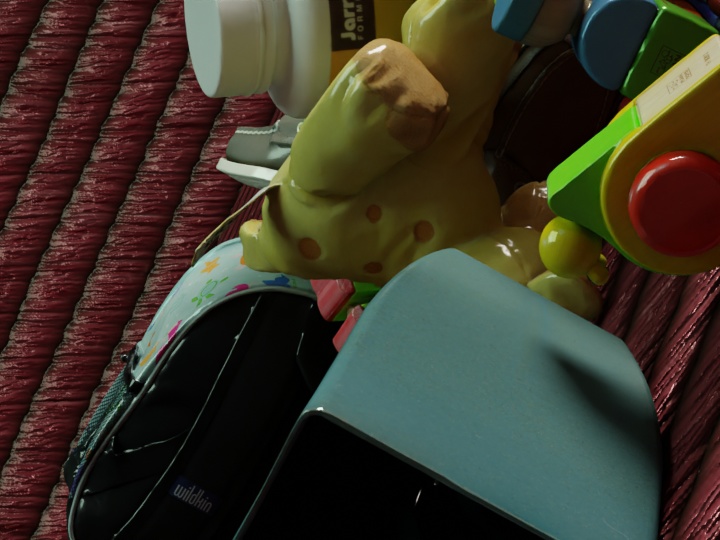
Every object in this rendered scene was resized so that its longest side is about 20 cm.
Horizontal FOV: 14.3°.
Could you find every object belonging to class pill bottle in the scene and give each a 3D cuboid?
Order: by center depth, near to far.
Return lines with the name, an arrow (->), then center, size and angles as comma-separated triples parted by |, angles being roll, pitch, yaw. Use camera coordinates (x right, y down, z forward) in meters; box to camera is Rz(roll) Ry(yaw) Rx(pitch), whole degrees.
pill bottle -> 0.013, -0.138, 1.496 | 0.109, 0.199, 0.110 | 173, 90, -74

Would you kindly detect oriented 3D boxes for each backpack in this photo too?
backpack -> -0.052, 0.083, 1.583 | 0.200, 0.177, 0.151 | -58, 15, 22

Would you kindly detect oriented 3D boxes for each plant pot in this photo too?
plant pot -> 0.036, 0.088, 1.123 | 0.142, 0.141, 0.200 | -61, 1, 31

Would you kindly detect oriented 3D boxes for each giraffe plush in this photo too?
giraffe plush -> 0.044, -0.021, 1.361 | 0.200, 0.162, 0.173 | -48, -4, -9

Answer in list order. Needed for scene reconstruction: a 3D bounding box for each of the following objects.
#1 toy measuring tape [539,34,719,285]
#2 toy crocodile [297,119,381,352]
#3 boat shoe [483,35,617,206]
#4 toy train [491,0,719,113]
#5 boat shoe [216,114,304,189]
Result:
toy measuring tape -> 0.153, -0.057, 1.105 | 0.200, 0.074, 0.074 | -40, 15, 16
toy crocodile -> 0.000, 0.000, 1.482 | 0.068, 0.061, 0.201 | -56, 45, 49
boat shoe -> 0.085, -0.040, 1.464 | 0.068, 0.072, 0.201 | -107, 32, -45
toy train -> 0.111, -0.116, 1.293 | 0.085, 0.115, 0.200 | -63, 8, 11
boat shoe -> -0.005, -0.067, 1.594 | 0.201, 0.072, 0.061 | 8, 87, 50
